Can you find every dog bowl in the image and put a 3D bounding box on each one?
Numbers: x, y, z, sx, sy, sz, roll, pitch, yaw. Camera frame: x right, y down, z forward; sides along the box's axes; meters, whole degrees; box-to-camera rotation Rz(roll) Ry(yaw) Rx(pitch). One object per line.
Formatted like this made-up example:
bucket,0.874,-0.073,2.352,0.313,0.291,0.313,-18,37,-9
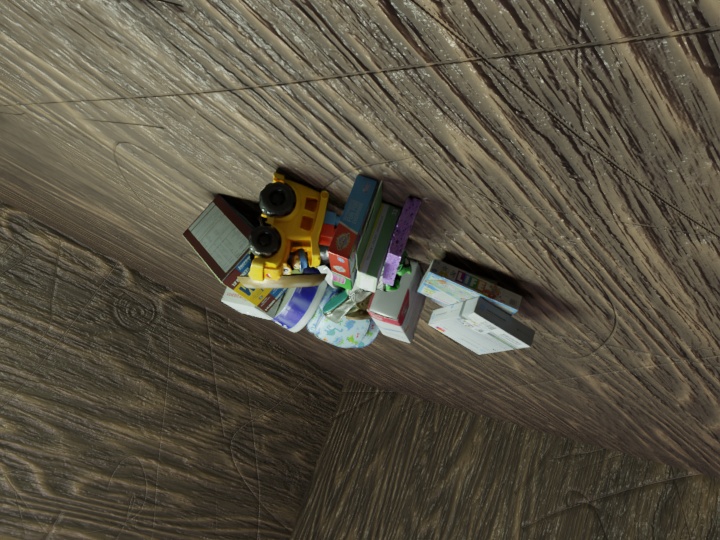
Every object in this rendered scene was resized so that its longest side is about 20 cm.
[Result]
dog bowl,-0.170,0.059,1.719,0.078,0.203,0.199,28,163,-20

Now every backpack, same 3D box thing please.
backpack,-0.037,0.126,1.768,0.197,0.185,0.148,21,-155,-18

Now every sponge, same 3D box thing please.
sponge,0.073,-0.051,1.194,0.029,0.113,0.200,19,165,3

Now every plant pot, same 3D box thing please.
plant pot,-0.170,0.022,1.382,0.195,0.028,0.200,-1,-179,0

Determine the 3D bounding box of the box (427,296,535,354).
box,0.261,0.126,1.389,0.154,0.042,0.200,30,158,-13

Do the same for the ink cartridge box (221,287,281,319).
ink cartridge box,-0.268,0.015,1.699,0.143,0.203,0.083,7,160,41

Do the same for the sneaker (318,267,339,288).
sneaker,-0.092,-0.028,1.602,0.088,0.076,0.201,28,163,26

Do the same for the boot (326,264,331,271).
boot,-0.110,-0.051,1.437,0.160,0.074,0.200,-1,131,41

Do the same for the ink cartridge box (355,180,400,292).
ink cartridge box,0.033,-0.057,1.163,0.047,0.148,0.200,18,164,3

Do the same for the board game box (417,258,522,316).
board game box,0.228,0.051,1.351,0.197,0.035,0.135,24,159,2

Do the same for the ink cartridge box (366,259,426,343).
ink cartridge box,0.093,0.071,1.507,0.084,0.150,0.200,15,163,17

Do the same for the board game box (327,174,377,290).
board game box,-0.011,-0.065,1.185,0.040,0.155,0.200,19,164,7

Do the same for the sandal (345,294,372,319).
sandal,0.020,0.077,1.562,0.076,0.071,0.211,0,-178,24

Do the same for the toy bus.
toy bus,-0.120,-0.067,1.258,0.188,0.204,0.136,15,163,-6

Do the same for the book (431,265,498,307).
book,0.232,0.051,1.453,0.131,0.049,0.200,20,163,8

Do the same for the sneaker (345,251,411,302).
sneaker,0.034,0.019,1.369,0.077,0.086,0.200,-10,157,-40

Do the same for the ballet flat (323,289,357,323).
ballet flat,-0.013,0.066,1.628,0.199,0.068,0.063,-39,118,23

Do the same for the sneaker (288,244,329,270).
sneaker,-0.143,-0.028,1.348,0.196,0.091,0.077,-4,116,27

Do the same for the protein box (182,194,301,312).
protein box,-0.284,-0.039,1.534,0.200,0.135,0.199,43,179,34
